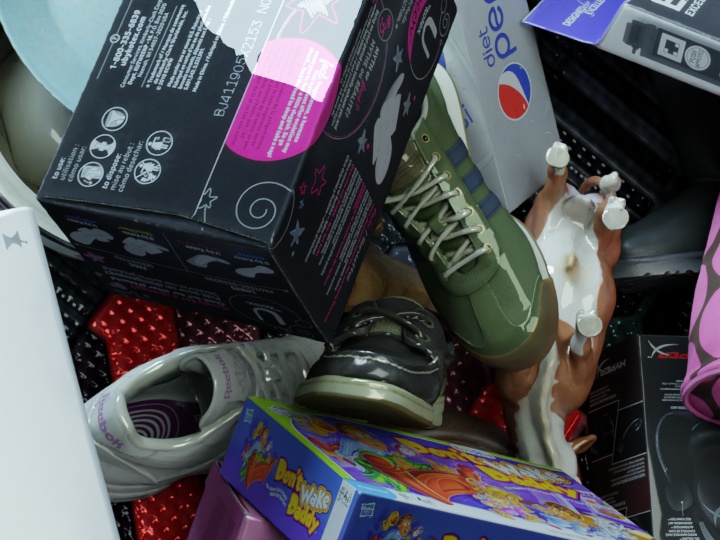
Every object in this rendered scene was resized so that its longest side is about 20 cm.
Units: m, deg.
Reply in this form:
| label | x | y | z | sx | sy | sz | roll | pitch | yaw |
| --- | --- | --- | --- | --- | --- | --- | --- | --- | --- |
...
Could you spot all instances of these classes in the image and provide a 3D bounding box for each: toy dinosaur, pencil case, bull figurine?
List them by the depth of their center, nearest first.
| label | x | y | z | sx | sy | sz | roll | pitch | yaw |
| --- | --- | --- | --- | --- | --- | --- | --- | --- | --- |
| bull figurine | 0.110 | 0.029 | 1.338 | 0.065 | 0.121 | 0.200 | 7 | 67 | 1 |
| pencil case | 0.240 | -0.009 | 1.360 | 0.091 | 0.094 | 0.200 | 33 | 59 | -36 |
| toy dinosaur | 0.000 | 0.000 | 1.367 | 0.200 | 0.060 | 0.106 | 7 | 80 | -29 |

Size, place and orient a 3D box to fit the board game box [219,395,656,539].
| label | x | y | z | sx | sy | sz | roll | pitch | yaw |
| --- | --- | --- | --- | --- | --- | --- | --- | --- | --- |
| board game box | 0.046 | 0.125 | 1.201 | 0.200 | 0.134 | 0.045 | 15 | 100 | -30 |

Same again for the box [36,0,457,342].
| label | x | y | z | sx | sy | sz | roll | pitch | yaw |
| --- | --- | --- | --- | --- | --- | --- | --- | --- | --- |
| box | -0.052 | -0.084 | 1.185 | 0.132 | 0.115 | 0.200 | 12 | 67 | 22 |

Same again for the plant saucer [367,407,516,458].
| label | x | y | z | sx | sy | sz | roll | pitch | yaw |
| --- | --- | --- | --- | --- | --- | --- | --- | --- | --- |
| plant saucer | 0.047 | 0.172 | 1.349 | 0.200 | 0.034 | 0.201 | 6 | 74 | -21 |

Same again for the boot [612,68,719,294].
| label | x | y | z | sx | sy | sz | roll | pitch | yaw |
| --- | --- | --- | --- | --- | --- | --- | --- | --- | --- |
| boot | 0.193 | -0.092 | 1.454 | 0.165 | 0.066 | 0.200 | -5 | 82 | -31 |

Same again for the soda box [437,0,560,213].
| label | x | y | z | sx | sy | sz | roll | pitch | yaw |
| --- | --- | --- | --- | --- | --- | --- | --- | --- | --- |
| soda box | 0.054 | -0.135 | 1.361 | 0.068 | 0.063 | 0.200 | -38 | 120 | -43 |

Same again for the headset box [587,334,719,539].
| label | x | y | z | sx | sy | sz | roll | pitch | yaw |
| --- | --- | --- | --- | --- | --- | --- | --- | --- | --- |
| headset box | 0.218 | 0.143 | 1.399 | 0.149 | 0.077 | 0.200 | 2 | 77 | -20 |

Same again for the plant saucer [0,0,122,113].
| label | x | y | z | sx | sy | sz | roll | pitch | yaw |
| --- | --- | --- | --- | --- | --- | --- | --- | --- | --- |
| plant saucer | -0.106 | -0.156 | 1.289 | 0.201 | 0.039 | 0.201 | 5 | 75 | -19 |

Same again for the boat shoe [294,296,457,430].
| label | x | y | z | sx | sy | sz | roll | pitch | yaw |
| --- | --- | --- | --- | --- | --- | --- | --- | --- | --- |
| boat shoe | 0.012 | 0.045 | 1.232 | 0.072 | 0.201 | 0.066 | 10 | 87 | 9 |

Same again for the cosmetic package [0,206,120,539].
| label | x | y | z | sx | sy | sz | roll | pitch | yaw |
| --- | --- | --- | --- | --- | --- | --- | --- | --- | --- |
| cosmetic package | -0.212 | 0.096 | 1.175 | 0.123 | 0.200 | 0.200 | -12 | 81 | -24 |

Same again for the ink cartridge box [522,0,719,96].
| label | x | y | z | sx | sy | sz | roll | pitch | yaw |
| --- | --- | --- | --- | --- | --- | --- | --- | --- | --- |
| ink cartridge box | 0.223 | -0.161 | 1.388 | 0.200 | 0.043 | 0.198 | 22 | 36 | 16 |

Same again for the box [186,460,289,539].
| label | x | y | z | sx | sy | sz | roll | pitch | yaw |
| --- | --- | --- | --- | --- | --- | --- | --- | --- | --- |
| box | -0.006 | 0.219 | 1.246 | 0.200 | 0.097 | 0.176 | 18 | 97 | -17 |

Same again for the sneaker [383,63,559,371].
| label | x | y | z | sx | sy | sz | roll | pitch | yaw |
| --- | --- | --- | --- | --- | --- | --- | --- | --- | --- |
| sneaker | 0.032 | -0.040 | 1.265 | 0.090 | 0.067 | 0.200 | 23 | 39 | -54 |

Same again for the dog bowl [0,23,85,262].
| label | x | y | z | sx | sy | sz | roll | pitch | yaw |
| --- | --- | --- | --- | --- | --- | --- | --- | --- | --- |
| dog bowl | -0.136 | -0.093 | 1.323 | 0.200 | 0.074 | 0.200 | 6 | 74 | -20 |

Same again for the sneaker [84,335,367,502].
| label | x | y | z | sx | sy | sz | roll | pitch | yaw |
| --- | --- | --- | --- | --- | --- | --- | --- | --- | --- |
| sneaker | -0.062 | 0.074 | 1.291 | 0.200 | 0.100 | 0.075 | -15 | 74 | -30 |
